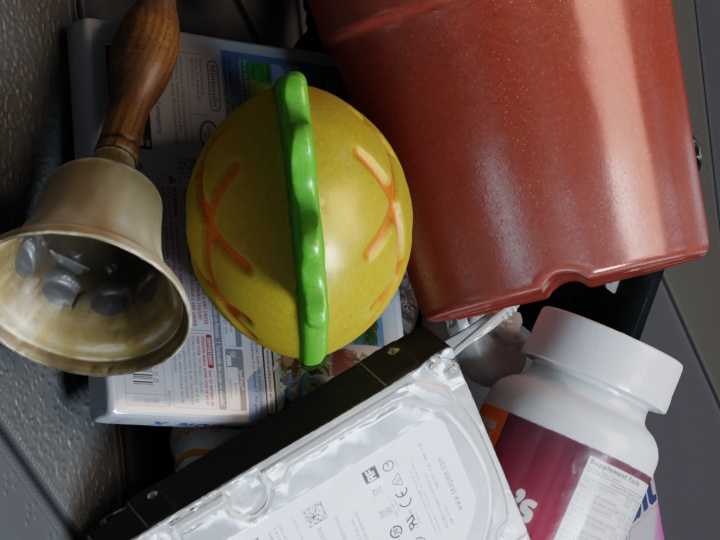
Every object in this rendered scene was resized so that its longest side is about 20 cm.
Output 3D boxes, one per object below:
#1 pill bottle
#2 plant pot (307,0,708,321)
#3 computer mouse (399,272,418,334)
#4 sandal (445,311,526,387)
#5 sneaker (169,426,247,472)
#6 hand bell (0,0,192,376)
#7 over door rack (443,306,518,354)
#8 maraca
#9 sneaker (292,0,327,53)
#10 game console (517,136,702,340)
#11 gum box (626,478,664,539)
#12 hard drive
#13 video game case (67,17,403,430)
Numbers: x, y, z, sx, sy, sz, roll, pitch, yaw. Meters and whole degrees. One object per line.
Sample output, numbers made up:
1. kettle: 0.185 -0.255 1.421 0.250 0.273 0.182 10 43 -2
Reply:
1. pill bottle: 0.108 0.129 1.630 0.110 0.109 0.200 30 82 -60
2. plant pot: 0.079 -0.084 1.386 0.201 0.201 0.196 -6 82 -65
3. computer mouse: -0.015 0.059 1.565 0.059 0.034 0.200 40 52 -23
4. sandal: 0.054 -0.018 1.708 0.082 0.050 0.203 28 45 -43
5. sneaker: -0.039 0.135 1.438 0.200 0.078 0.079 52 33 -30
6. hand bell: -0.114 -0.061 1.306 0.104 0.104 0.200 57 33 -43
7. over door rack: 0.000 0.000 1.522 0.148 0.067 0.200 59 31 -6
8. maraca: -0.028 -0.025 1.291 0.200 0.107 0.137 118 -37 -84
9. sneaker: -0.004 -0.133 1.530 0.104 0.060 0.200 -13 61 -50
10. game console: 0.155 -0.061 1.763 0.116 0.176 0.200 -26 143 -39
11. gum box: 0.129 0.159 1.797 0.200 0.066 0.114 -28 110 -63
12. hard drive: -0.021 0.134 1.366 0.038 0.200 0.140 41 -23 58
13. video game case: -0.060 -0.019 1.389 0.182 0.022 0.200 5 72 -36
